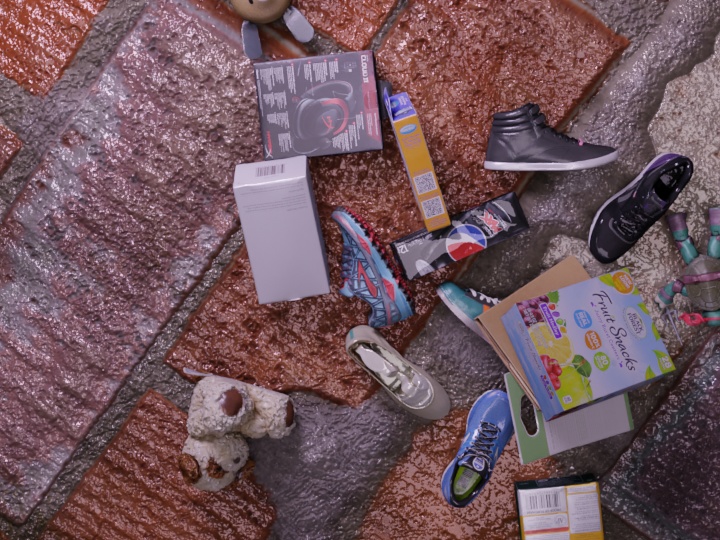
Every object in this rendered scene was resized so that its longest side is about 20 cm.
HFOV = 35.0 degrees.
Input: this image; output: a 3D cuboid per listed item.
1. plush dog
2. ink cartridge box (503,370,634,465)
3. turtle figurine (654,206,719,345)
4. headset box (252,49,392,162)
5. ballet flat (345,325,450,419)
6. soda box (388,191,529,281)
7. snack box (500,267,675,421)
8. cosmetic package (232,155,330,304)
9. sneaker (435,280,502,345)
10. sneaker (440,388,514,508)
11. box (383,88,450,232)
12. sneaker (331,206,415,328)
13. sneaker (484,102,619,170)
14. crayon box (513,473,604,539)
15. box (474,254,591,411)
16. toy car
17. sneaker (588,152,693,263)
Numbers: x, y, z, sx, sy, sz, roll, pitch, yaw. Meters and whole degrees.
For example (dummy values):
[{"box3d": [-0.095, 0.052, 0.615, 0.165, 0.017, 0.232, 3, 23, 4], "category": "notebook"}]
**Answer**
[{"box3d": [-0.217, 0.249, 1.728, 0.160, 0.200, 0.172, 14, 86, 33], "category": "plush dog"}, {"box3d": [0.306, 0.195, 1.718, 0.200, 0.048, 0.146, -14, 96, -18], "category": "ink cartridge box"}, {"box3d": [0.517, 0.009, 1.705, 0.149, 0.101, 0.200, -7, 90, 3], "category": "turtle figurine"}, {"box3d": [-0.051, -0.244, 1.703, 0.200, 0.075, 0.149, -7, 96, 3], "category": "headset box"}, {"box3d": [0.056, 0.163, 1.747, 0.200, 0.069, 0.070, 39, 96, -3], "category": "ballet flat"}, {"box3d": [0.146, -0.051, 1.709, 0.200, 0.071, 0.063, -24, 93, -2], "category": "soda box"}, {"box3d": [0.327, 0.104, 1.646, 0.200, 0.068, 0.169, -17, 74, -23], "category": "snack box"}, {"box3d": [-0.114, -0.058, 1.689, 0.113, 0.081, 0.200, -7, 119, 2], "category": "cosmetic package"}, {"box3d": [0.206, 0.068, 1.733, 0.200, 0.071, 0.080, 37, 95, -10], "category": "sneaker"}, {"box3d": [0.187, 0.276, 1.742, 0.078, 0.089, 0.200, 22, 96, -2], "category": "sneaker"}, {"box3d": [0.079, -0.169, 1.657, 0.041, 0.119, 0.200, -17, 115, 2], "category": "box"}, {"box3d": [0.000, 0.000, 1.726, 0.095, 0.079, 0.200, -30, 94, 6], "category": "sneaker"}, {"box3d": [0.284, -0.201, 1.699, 0.200, 0.071, 0.099, -1, 101, 6], "category": "sneaker"}, {"box3d": [0.312, 0.424, 1.773, 0.125, 0.052, 0.200, -6, 95, 2], "category": "crayon box"}, {"box3d": [0.290, 0.088, 1.692, 0.200, 0.021, 0.164, -31, 80, -24], "category": "box"}, {"box3d": [-0.146, -0.415, 1.661, 0.164, 0.158, 0.200, -19, 106, -7], "category": "toy car"}, {"box3d": [0.414, -0.095, 1.698, 0.076, 0.088, 0.200, 38, 96, -2], "category": "sneaker"}]
